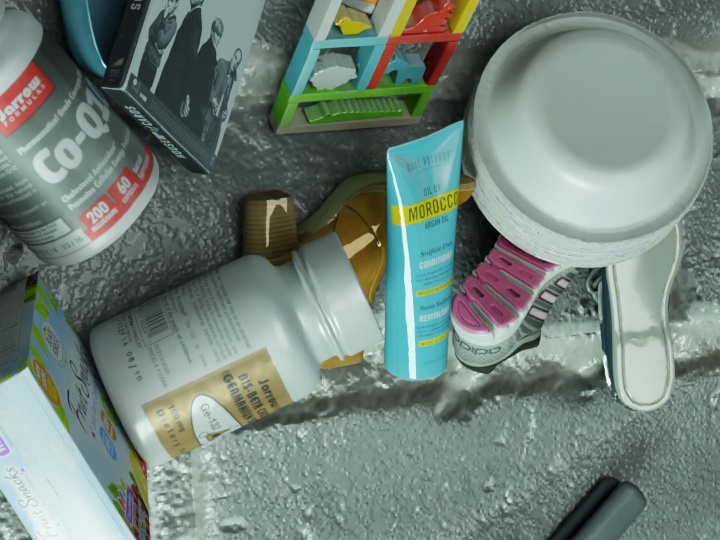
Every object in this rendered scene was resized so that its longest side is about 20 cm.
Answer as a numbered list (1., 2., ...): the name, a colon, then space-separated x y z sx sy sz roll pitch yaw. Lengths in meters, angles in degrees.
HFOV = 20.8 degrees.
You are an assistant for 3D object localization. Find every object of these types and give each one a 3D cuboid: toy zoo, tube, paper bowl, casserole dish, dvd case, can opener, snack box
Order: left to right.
1. snack box: -0.214 0.113 1.377 0.067 0.200 0.169 -28 109 1
2. casserole dish: -0.179 -0.221 1.417 0.121 0.039 0.202 -7 88 -60
3. dvd case: -0.118 -0.191 1.425 0.150 0.025 0.201 46 56 -61
4. toy zoo: 0.017 -0.179 1.486 0.130 0.200 0.021 -6 56 -27
5. tube: 0.046 -0.014 1.509 0.077 0.050 0.201 -26 128 -41
6. can opener: 0.162 0.248 1.671 0.200 0.053 0.067 -41 111 -17
7. paper bowl: 0.184 -0.112 1.568 0.199 0.104 0.202 2 71 -7

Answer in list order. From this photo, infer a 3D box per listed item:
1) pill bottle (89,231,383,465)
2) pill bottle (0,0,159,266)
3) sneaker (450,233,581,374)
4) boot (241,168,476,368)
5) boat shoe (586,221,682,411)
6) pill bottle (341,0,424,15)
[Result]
1. pill bottle: -0.090 0.054 1.453 0.199 0.114 0.115 -25 108 -1
2. pill bottle: -0.242 -0.108 1.374 0.114 0.114 0.200 -48 122 -14
3. sneaker: 0.134 0.013 1.621 0.200 0.073 0.088 -46 158 -37
4. boot: 0.000 0.000 1.552 0.200 0.071 0.145 -9 106 -16
5. boat shoe: 0.235 0.019 1.676 0.074 0.062 0.202 -5 93 -15
6. pill bottle: 0.040 -0.296 1.453 0.113 0.200 0.115 16 46 -17
